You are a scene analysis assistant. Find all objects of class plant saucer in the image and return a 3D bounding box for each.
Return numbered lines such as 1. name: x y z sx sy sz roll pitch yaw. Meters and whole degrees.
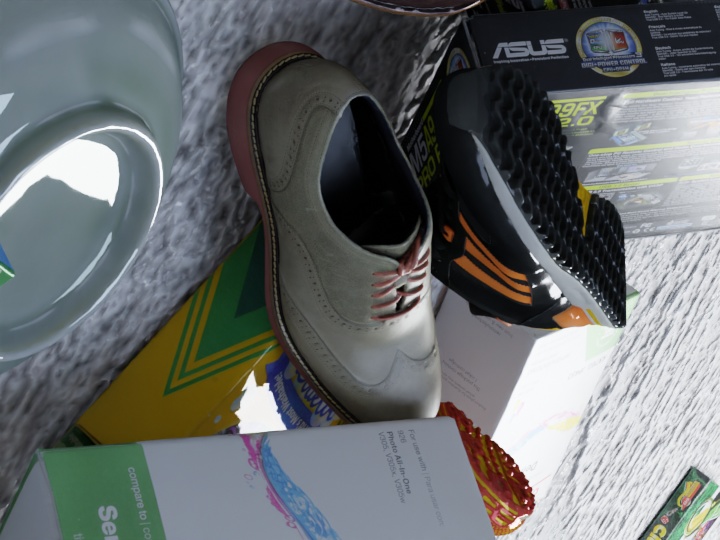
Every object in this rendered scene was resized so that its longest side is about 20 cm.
1. plant saucer: -0.127 -0.022 0.796 0.200 0.050 0.200 -41 153 -26

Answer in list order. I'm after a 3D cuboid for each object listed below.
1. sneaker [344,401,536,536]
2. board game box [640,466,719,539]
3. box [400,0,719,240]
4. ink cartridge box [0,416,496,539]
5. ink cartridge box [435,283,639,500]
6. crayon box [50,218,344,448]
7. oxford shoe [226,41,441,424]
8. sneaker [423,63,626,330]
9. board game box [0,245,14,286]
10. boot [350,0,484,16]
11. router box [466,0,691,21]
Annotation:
1. sneaker: 0.027 0.099 1.073 0.073 0.200 0.077 44 85 -22
2. board game box: 0.246 0.263 1.845 0.200 0.023 0.105 -54 153 1
3. box: 0.124 -0.067 1.023 0.199 0.044 0.160 -7 154 -18
4. ink cartridge box: -0.057 0.140 0.954 0.199 0.088 0.145 -4 148 -27
5. ink cartridge box: 0.077 0.088 1.270 0.117 0.067 0.201 -20 140 -49
6. crayon box: -0.057 0.060 1.022 0.200 0.052 0.126 -47 154 -12
7. oxford shoe: 0.000 0.000 0.929 0.070 0.075 0.201 -35 123 -21
8. sneaker: 0.054 -0.021 0.946 0.200 0.090 0.070 46 41 -57
9. board game box: -0.213 0.001 0.642 0.151 0.037 0.200 -35 154 4
10. boot: 0.085 -0.149 0.829 0.199 0.073 0.166 -4 177 -18
11. router box: 0.118 -0.164 1.025 0.150 0.062 0.200 -50 155 -7
